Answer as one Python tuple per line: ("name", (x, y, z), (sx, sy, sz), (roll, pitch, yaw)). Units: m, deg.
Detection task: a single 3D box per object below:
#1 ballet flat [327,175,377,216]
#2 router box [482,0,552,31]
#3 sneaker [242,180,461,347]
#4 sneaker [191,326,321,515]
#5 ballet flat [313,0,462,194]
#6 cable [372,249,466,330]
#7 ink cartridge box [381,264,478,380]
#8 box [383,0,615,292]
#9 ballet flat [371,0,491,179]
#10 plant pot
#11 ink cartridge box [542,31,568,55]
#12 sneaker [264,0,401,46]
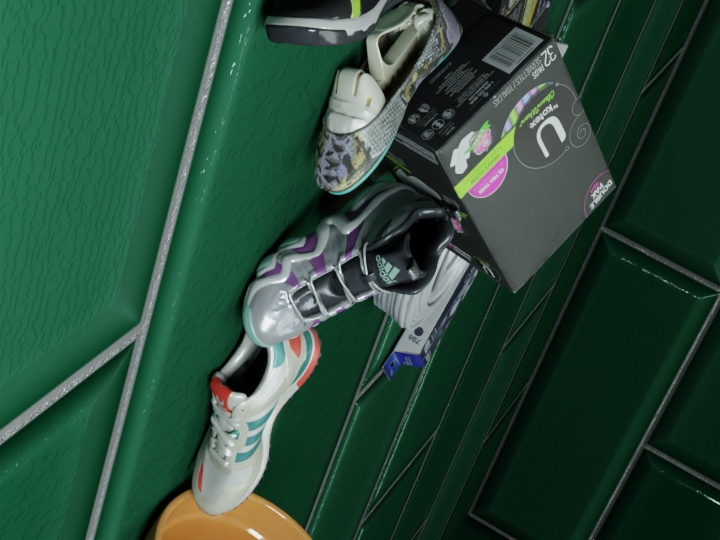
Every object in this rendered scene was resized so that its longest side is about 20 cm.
("ballet flat", (0.003, -0.033, 1.379), (0.072, 0.068, 0.200), (-40, 164, -3))
("router box", (0.146, -0.276, 1.419), (0.157, 0.052, 0.200), (-53, 164, -30))
("sneaker", (0.000, 0.000, 1.195), (0.200, 0.140, 0.078), (-43, 119, -17))
("sneaker", (-0.115, 0.127, 1.277), (0.093, 0.070, 0.200), (15, 106, -58))
("ballet flat", (0.012, -0.156, 1.175), (0.201, 0.072, 0.072), (-56, 165, -22))
("cable", (0.082, -0.031, 1.644), (0.200, 0.069, 0.200), (-58, 167, -12))
("ink cartridge box", (0.098, 0.065, 1.954), (0.200, 0.039, 0.099), (-59, 167, -8))
("box", (0.115, -0.110, 1.272), (0.149, 0.124, 0.200), (-44, 136, -11))
("ballet flat", (0.070, -0.163, 1.335), (0.201, 0.074, 0.074), (-65, 166, 17))
("plant pot", (-0.136, 0.322, 1.328), (0.140, 0.200, 0.200), (-51, 173, 30))
("ink cartridge box", (0.196, -0.199, 1.772), (0.201, 0.045, 0.176), (-65, 165, 15))
("sneaker", (-0.008, -0.220, 0.989), (0.200, 0.071, 0.083), (-47, 137, -48))
